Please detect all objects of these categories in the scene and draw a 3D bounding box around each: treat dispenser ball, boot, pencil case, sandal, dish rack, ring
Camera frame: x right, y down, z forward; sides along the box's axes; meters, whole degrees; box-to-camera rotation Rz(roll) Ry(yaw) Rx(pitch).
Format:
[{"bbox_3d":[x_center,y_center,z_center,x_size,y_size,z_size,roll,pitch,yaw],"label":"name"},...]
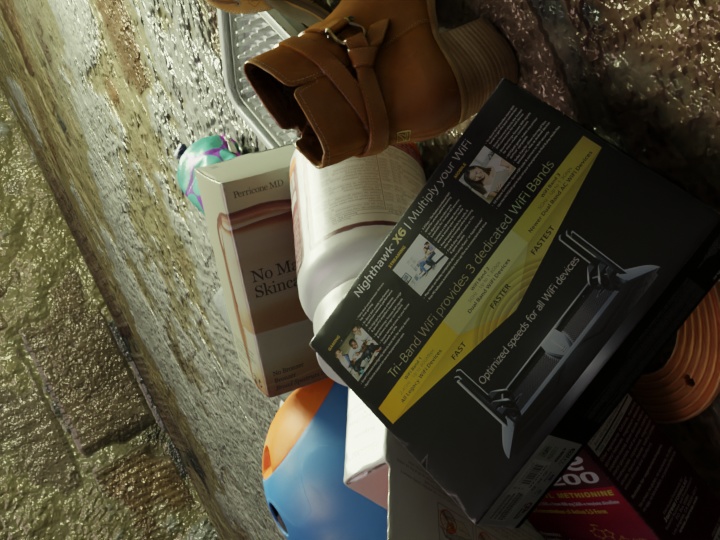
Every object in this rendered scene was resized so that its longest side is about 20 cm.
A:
[{"bbox_3d":[0.007,0.187,0.913,0.201,0.201,0.201,48,153,34],"label":"treat dispenser ball"},{"bbox_3d":[-0.011,-0.157,0.634,0.200,0.155,0.074,49,154,31],"label":"boot"},{"bbox_3d":[-0.132,-0.086,1.072,0.200,0.085,0.093,38,111,45],"label":"pencil case"},{"bbox_3d":[-0.096,-0.225,0.734,0.200,0.054,0.080,24,-150,-45],"label":"sandal"},{"bbox_3d":[-0.068,-0.175,0.891,0.200,0.044,0.172,49,155,31],"label":"dish rack"},{"bbox_3d":[0.159,0.006,0.617,0.200,0.019,0.201,47,151,36],"label":"ring"}]

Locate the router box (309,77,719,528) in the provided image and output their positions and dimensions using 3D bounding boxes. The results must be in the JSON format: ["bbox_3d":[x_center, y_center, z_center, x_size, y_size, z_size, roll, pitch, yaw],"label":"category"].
[{"bbox_3d":[0.084,0.016,0.535,0.157,0.200,0.052,44,-168,37],"label":"router box"}]

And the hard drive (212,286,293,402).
[{"bbox_3d":[-0.075,0.048,1.055,0.042,0.135,0.200,24,-162,-49],"label":"hard drive"}]

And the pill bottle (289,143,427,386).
[{"bbox_3d":[0.005,-0.017,0.714,0.110,0.109,0.200,89,175,-47],"label":"pill bottle"}]

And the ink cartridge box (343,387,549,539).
[{"bbox_3d":[0.071,0.171,0.633,0.044,0.174,0.200,-32,126,32],"label":"ink cartridge box"}]

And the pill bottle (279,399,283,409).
[{"bbox_3d":[-0.028,0.184,1.113,0.104,0.104,0.200,-3,111,66],"label":"pill bottle"}]

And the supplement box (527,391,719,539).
[{"bbox_3d":[0.149,0.133,0.622,0.200,0.061,0.109,49,148,-12],"label":"supplement box"}]

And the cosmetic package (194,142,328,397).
[{"bbox_3d":[-0.071,-0.002,0.857,0.087,0.103,0.200,30,135,62],"label":"cosmetic package"}]
